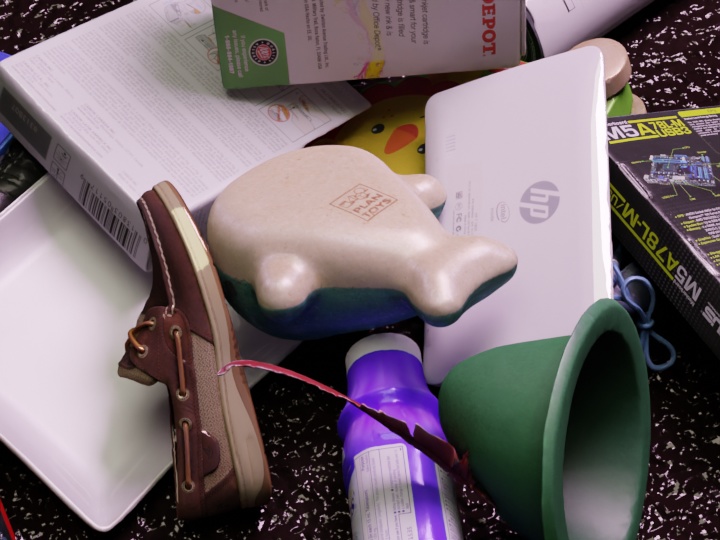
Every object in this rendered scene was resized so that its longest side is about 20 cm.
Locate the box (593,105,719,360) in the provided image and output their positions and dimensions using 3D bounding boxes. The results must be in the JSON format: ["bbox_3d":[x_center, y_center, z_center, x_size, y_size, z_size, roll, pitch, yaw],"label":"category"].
[{"bbox_3d":[0.254,-0.028,1.262,0.199,0.048,0.193,-9,44,-32],"label":"box"}]

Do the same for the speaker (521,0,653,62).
[{"bbox_3d":[0.175,-0.216,1.452,0.199,0.082,0.081,-36,55,-22],"label":"speaker"}]

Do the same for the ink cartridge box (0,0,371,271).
[{"bbox_3d":[-0.117,-0.105,1.344,0.162,0.057,0.199,44,46,18],"label":"ink cartridge box"}]

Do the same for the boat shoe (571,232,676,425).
[{"bbox_3d":[0.157,0.012,1.256,0.068,0.084,0.201,-3,51,18],"label":"boat shoe"}]

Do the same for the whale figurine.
[{"bbox_3d":[0.000,0.000,1.233,0.199,0.105,0.159,19,40,36],"label":"whale figurine"}]

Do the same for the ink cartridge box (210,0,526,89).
[{"bbox_3d":[0.002,-0.201,1.302,0.198,0.146,0.084,-5,48,0],"label":"ink cartridge box"}]

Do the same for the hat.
[{"bbox_3d":[0.055,0.087,1.153,0.175,0.201,0.166,4,39,25],"label":"hat"}]

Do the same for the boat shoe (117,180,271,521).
[{"bbox_3d":[-0.110,0.049,1.214,0.071,0.072,0.202,-15,89,-8],"label":"boat shoe"}]

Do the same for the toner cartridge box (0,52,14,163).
[{"bbox_3d":[-0.311,-0.123,1.451,0.199,0.043,0.095,21,56,23],"label":"toner cartridge box"}]

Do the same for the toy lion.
[{"bbox_3d":[0.061,-0.082,1.350,0.199,0.069,0.192,19,59,38],"label":"toy lion"}]

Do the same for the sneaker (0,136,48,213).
[{"bbox_3d":[-0.214,-0.075,1.368,0.198,0.060,0.105,-21,78,-19],"label":"sneaker"}]

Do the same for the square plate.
[{"bbox_3d":[-0.165,0.039,1.279,0.200,0.029,0.198,39,61,13],"label":"square plate"}]

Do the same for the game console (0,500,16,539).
[{"bbox_3d":[-0.278,0.175,1.150,0.118,0.173,0.201,-2,44,-32],"label":"game console"}]

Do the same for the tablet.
[{"bbox_3d":[0.093,-0.034,1.248,0.129,0.014,0.202,-15,61,31],"label":"tablet"}]

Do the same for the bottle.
[{"bbox_3d":[0.023,0.127,1.174,0.065,0.084,0.201,-8,50,1],"label":"bottle"}]
